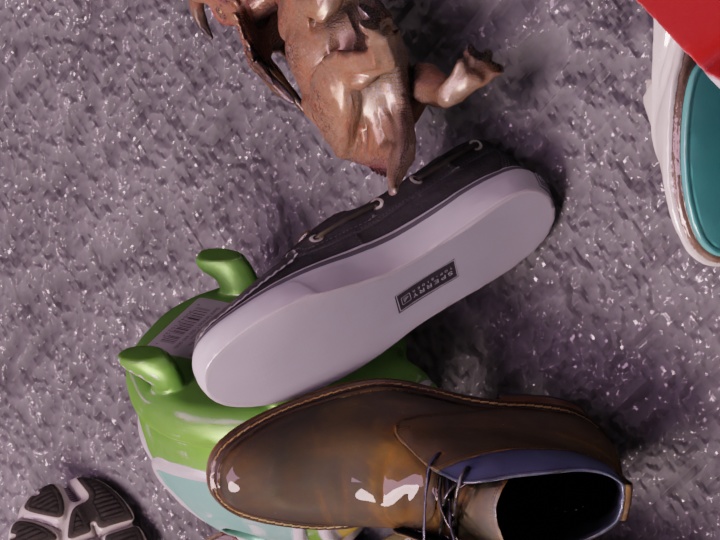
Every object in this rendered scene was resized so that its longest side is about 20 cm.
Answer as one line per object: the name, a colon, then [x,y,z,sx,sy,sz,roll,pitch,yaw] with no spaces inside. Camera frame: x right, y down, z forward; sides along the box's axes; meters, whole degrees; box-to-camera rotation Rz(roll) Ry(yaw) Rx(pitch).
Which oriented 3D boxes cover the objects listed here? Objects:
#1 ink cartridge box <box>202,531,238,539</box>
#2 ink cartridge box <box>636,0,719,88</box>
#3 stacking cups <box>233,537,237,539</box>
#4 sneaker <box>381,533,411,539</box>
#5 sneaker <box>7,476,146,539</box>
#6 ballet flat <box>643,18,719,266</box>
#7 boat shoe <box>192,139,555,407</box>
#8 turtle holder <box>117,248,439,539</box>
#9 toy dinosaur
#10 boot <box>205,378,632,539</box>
ink cartridge box: [-0.020,0.266,1.561,0.200,0.043,0.199,34,138,43]
ink cartridge box: [0.219,-0.116,1.215,0.161,0.050,0.200,-39,68,-4]
stacking cups: [-0.016,0.173,1.574,0.200,0.060,0.061,39,125,32]
sneaker: [0.070,0.154,1.451,0.199,0.089,0.077,7,72,39]
sneaker: [-0.149,0.217,1.706,0.084,0.080,0.201,106,147,-66]
ballet flat: [0.156,-0.104,1.343,0.069,0.069,0.201,5,100,43]
boat shoe: [0.000,0.000,1.435,0.057,0.199,0.069,48,157,37]
turtle holder: [-0.024,0.072,1.521,0.184,0.141,0.132,-7,121,10]
toy dinosaur: [-0.010,-0.101,1.464,0.136,0.085,0.201,-48,54,41]
boot: [0.031,0.095,1.396,0.097,0.199,0.075,-139,46,-73]
